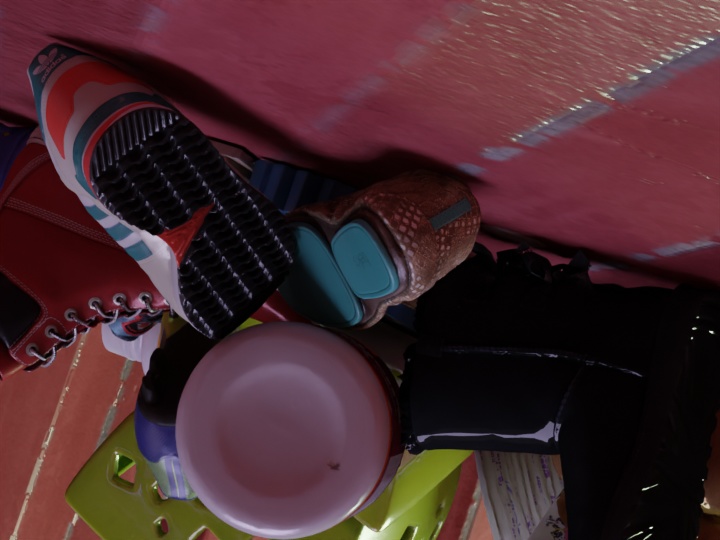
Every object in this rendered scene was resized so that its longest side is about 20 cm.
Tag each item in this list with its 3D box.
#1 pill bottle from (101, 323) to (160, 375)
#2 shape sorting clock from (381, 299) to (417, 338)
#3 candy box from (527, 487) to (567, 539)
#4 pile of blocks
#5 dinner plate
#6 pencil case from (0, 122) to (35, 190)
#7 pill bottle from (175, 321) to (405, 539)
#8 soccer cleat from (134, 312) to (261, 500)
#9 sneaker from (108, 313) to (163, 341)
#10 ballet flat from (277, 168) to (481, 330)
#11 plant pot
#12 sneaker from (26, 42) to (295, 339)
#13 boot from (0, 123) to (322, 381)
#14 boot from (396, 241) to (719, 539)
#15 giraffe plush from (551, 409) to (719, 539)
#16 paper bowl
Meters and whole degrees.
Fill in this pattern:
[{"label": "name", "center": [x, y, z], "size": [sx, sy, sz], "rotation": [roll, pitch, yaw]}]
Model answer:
[{"label": "pill bottle", "center": [-0.091, 0.053, 1.983], "size": [0.199, 0.110, 0.109], "rotation": [17, 174, 16]}, {"label": "shape sorting clock", "center": [0.000, 0.000, 1.543], "size": [0.199, 0.039, 0.200], "rotation": [28, 176, 2]}, {"label": "candy box", "center": [0.185, 0.205, 1.500], "size": [0.199, 0.072, 0.168], "rotation": [19, -150, 17]}, {"label": "pile of blocks", "center": [-0.055, -0.025, 1.387], "size": [0.199, 0.062, 0.082], "rotation": [16, 174, 20]}, {"label": "dinner plate", "center": [0.048, 0.062, 1.555], "size": [0.199, 0.024, 0.200], "rotation": [28, 178, 1]}, {"label": "pencil case", "center": [-0.289, -0.073, 1.587], "size": [0.199, 0.078, 0.087], "rotation": [18, 150, 11]}, {"label": "pill bottle", "center": [-0.031, 0.084, 1.389], "size": [0.109, 0.110, 0.200], "rotation": [18, 179, 6]}, {"label": "soccer cleat", "center": [-0.089, 0.060, 1.539], "size": [0.064, 0.084, 0.200], "rotation": [4, -151, 11]}, {"label": "sneaker", "center": [-0.125, 0.005, 1.714], "size": [0.079, 0.096, 0.200], "rotation": [23, 173, -41]}, {"label": "ballet flat", "center": [0.011, -0.012, 1.278], "size": [0.071, 0.065, 0.200], "rotation": [64, 163, -7]}, {"label": "plant pot", "center": [-0.039, 0.117, 1.698], "size": [0.199, 0.182, 0.200], "rotation": [41, -144, 10]}, {"label": "sneaker", "center": [-0.099, -0.044, 1.264], "size": [0.093, 0.070, 0.200], "rotation": [45, 175, 32]}, {"label": "boot", "center": [-0.129, 0.021, 1.468], "size": [0.199, 0.145, 0.072], "rotation": [29, 165, 3]}, {"label": "boot", "center": [0.092, 0.083, 1.309], "size": [0.162, 0.199, 0.073], "rotation": [7, 166, 34]}, {"label": "giraffe plush", "center": [0.176, 0.103, 1.422], "size": [0.162, 0.173, 0.200], "rotation": [29, 164, 37]}, {"label": "paper bowl", "center": [0.157, 0.157, 1.821], "size": [0.104, 0.202, 0.201], "rotation": [-18, 163, 14]}]
